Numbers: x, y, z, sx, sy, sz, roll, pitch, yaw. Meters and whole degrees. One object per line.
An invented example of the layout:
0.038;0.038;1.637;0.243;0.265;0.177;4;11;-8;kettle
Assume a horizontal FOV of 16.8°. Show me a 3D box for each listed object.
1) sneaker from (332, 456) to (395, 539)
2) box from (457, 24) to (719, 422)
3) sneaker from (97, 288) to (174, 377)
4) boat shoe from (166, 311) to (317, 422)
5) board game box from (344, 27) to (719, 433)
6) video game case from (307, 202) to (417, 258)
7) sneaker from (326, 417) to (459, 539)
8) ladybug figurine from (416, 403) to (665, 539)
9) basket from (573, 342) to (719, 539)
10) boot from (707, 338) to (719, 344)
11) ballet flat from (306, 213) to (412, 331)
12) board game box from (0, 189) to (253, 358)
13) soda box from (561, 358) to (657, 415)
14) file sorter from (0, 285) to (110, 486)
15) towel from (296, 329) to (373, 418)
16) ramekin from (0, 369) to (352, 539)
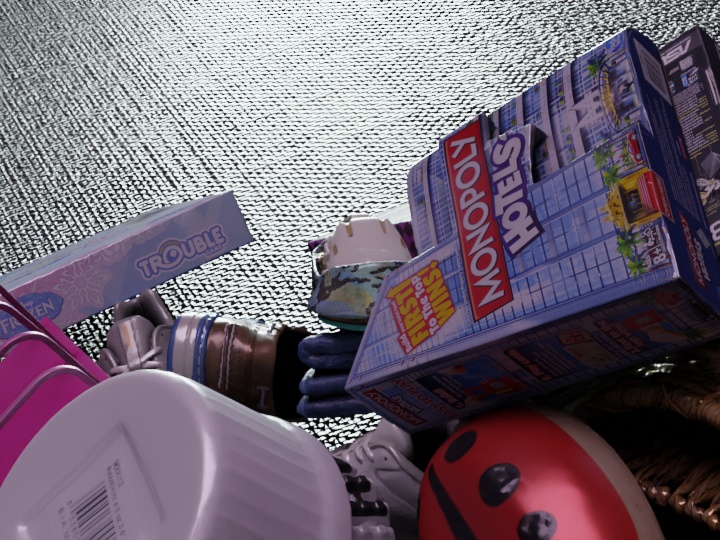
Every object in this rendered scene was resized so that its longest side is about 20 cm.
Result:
-0.002;0.187;1.288;0.075;0.081;0.200;13;30;-34;sneaker
0.127;-0.020;1.315;0.200;0.049;0.162;-32;40;23;box
-0.136;0.083;1.519;0.075;0.092;0.200;-16;27;-2;sneaker
-0.054;0.066;1.473;0.072;0.073;0.200;6;-2;15;boat shoe
0.079;-0.011;1.269;0.199;0.062;0.201;-31;45;23;board game box
0.079;-0.039;1.582;0.181;0.036;0.200;-20;4;-20;video game case
0.020;0.112;1.378;0.199;0.100;0.078;6;33;34;sneaker
0.085;0.147;1.219;0.072;0.136;0.200;8;33;-35;ladybug figurine
0.172;0.132;1.216;0.149;0.143;0.200;-26;29;-24;basket
0.217;0.016;1.308;0.079;0.211;0.158;-39;74;-20;boot
0.000;0.000;1.422;0.074;0.075;0.200;-19;3;-8;ballet flat
-0.196;0.008;1.673;0.199;0.044;0.199;-25;6;-19;board game box
0.142;0.064;1.448;0.067;0.064;0.200;3;31;34;soda box
-0.222;0.089;1.442;0.139;0.125;0.200;-47;40;-6;file sorter
0.042;0.055;1.458;0.111;0.049;0.200;-5;0;20;towel
-0.110;0.150;1.267;0.200;0.098;0.201;-26;46;31;ramekin
